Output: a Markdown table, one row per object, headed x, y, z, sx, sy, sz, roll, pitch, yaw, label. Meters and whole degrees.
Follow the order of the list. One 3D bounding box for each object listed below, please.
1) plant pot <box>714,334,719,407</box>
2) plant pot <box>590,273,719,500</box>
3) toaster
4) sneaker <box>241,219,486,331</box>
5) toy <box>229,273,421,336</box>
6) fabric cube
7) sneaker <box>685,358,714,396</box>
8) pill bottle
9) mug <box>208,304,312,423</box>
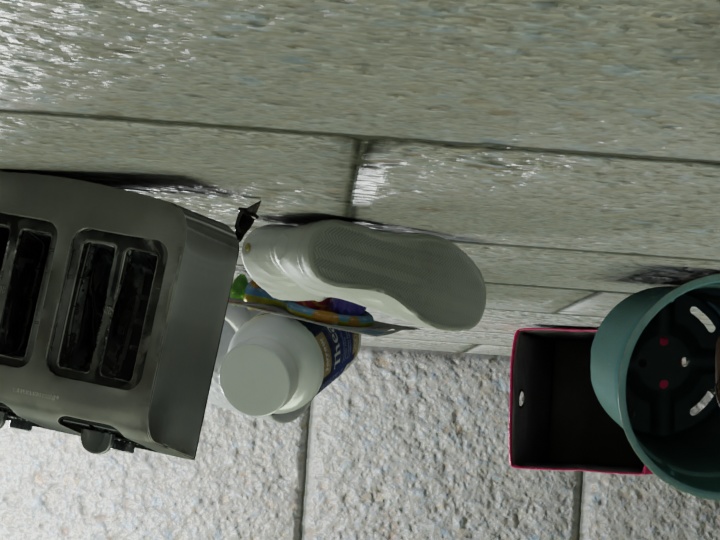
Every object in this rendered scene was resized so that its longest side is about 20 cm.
| x | y | z | sx | sy | sz | roll | pitch | yaw | label |
| --- | --- | --- | --- | --- | --- | --- | --- | --- | --- |
| 0.246 | 0.004 | 0.713 | 0.198 | 0.201 | 0.200 | 13 | 175 | 0 | plant pot |
| 0.306 | 0.096 | 1.769 | 0.200 | 0.201 | 0.196 | 5 | -177 | -9 | plant pot |
| -0.188 | 0.024 | 1.340 | 0.180 | 0.201 | 0.119 | 11 | 175 | 16 | toaster |
| 0.000 | 0.000 | 1.543 | 0.200 | 0.074 | 0.115 | 21 | 167 | -39 | sneaker |
| -0.046 | 0.030 | 2.036 | 0.200 | 0.047 | 0.115 | 8 | -173 | 25 | toy |
| 0.331 | 0.183 | 2.683 | 0.199 | 0.197 | 0.199 | 1 | 176 | 21 | fabric cube |
| 0.530 | 0.144 | 2.705 | 0.071 | 0.083 | 0.200 | 6 | 175 | -26 | sneaker |
| -0.080 | 0.093 | 2.117 | 0.111 | 0.111 | 0.200 | 2 | -166 | 19 | pill bottle |
| -0.160 | 0.081 | 2.302 | 0.175 | 0.148 | 0.200 | 13 | 155 | 29 | mug |
